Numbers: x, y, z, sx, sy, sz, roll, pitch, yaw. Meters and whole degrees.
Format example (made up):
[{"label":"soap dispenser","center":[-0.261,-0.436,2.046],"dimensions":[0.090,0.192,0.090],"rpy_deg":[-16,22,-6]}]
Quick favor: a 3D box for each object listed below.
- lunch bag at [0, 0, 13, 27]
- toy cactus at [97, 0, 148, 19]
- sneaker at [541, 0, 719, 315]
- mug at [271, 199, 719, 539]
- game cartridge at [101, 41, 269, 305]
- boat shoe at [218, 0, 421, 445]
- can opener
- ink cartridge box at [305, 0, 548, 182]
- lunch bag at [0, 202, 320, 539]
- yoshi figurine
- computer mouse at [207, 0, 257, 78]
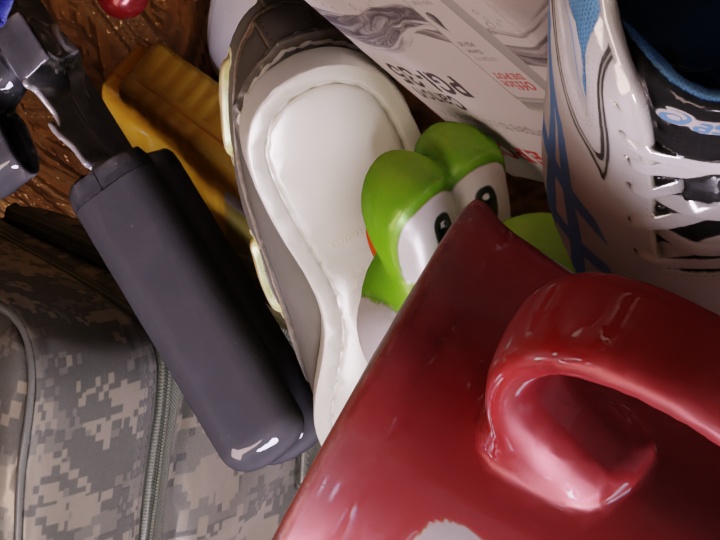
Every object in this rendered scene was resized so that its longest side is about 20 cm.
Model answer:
[{"label":"lunch bag","center":[-0.144,-0.195,0.812],"dimensions":[0.150,0.201,0.094],"rpy_deg":[19,168,22]},{"label":"toy cactus","center":[-0.098,-0.185,0.900],"dimensions":[0.165,0.102,0.200],"rpy_deg":[-26,107,38]},{"label":"sneaker","center":[0.078,-0.039,0.659],"dimensions":[0.071,0.073,0.201],"rpy_deg":[-2,136,4]},{"label":"mug","center":[0.080,0.089,0.659],"dimensions":[0.199,0.134,0.178],"rpy_deg":[30,180,4]},{"label":"game cartridge","center":[-0.012,0.007,1.039],"dimensions":[0.199,0.033,0.176],"rpy_deg":[35,164,10]},{"label":"boat shoe","center":[0.003,-0.001,0.906],"dimensions":[0.060,0.072,0.203],"rpy_deg":[-116,6,-51]},{"label":"can opener","center":[-0.089,-0.012,0.950],"dimensions":[0.201,0.067,0.053],"rpy_deg":[59,-164,9]},{"label":"ink cartridge box","center":[0.028,-0.106,0.758],"dimensions":[0.200,0.083,0.146],"rpy_deg":[39,172,-23]},{"label":"lunch bag","center":[-0.108,0.052,1.059],"dimensions":[0.200,0.167,0.140],"rpy_deg":[22,108,51]},{"label":"yoshi figurine","center":[0.052,0.054,0.832],"dimensions":[0.111,0.113,0.201],"rpy_deg":[-2,125,21]},{"label":"computer mouse","center":[-0.014,-0.096,0.937],"dimensions":[0.109,0.044,0.200],"rpy_deg":[36,149,8]}]
